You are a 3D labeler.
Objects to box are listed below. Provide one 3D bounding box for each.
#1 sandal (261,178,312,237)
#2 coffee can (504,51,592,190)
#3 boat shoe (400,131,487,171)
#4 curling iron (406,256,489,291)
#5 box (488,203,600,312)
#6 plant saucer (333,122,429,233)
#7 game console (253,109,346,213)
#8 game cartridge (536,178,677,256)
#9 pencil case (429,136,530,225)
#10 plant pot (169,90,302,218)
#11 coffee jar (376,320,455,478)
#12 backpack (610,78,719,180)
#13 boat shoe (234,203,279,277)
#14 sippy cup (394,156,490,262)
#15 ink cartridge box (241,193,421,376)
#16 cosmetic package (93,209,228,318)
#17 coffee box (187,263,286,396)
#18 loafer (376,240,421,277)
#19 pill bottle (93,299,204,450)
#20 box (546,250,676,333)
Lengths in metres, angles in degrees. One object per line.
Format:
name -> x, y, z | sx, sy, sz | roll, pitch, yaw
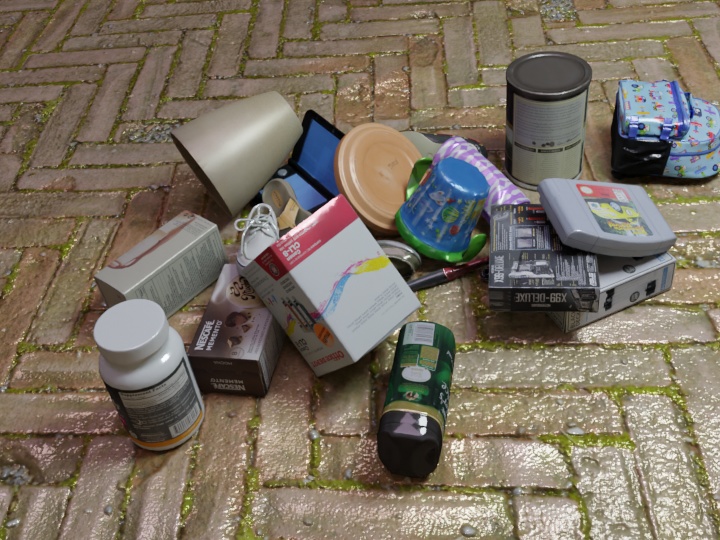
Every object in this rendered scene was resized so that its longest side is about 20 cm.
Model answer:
sandal -> -0.130, -0.097, 1.435 | 0.080, 0.054, 0.200 | -41, 51, 9
coffee can -> 0.331, -0.265, 1.474 | 0.145, 0.201, 0.147 | -4, 42, 4
boat shoe -> 0.143, -0.222, 1.563 | 0.200, 0.074, 0.063 | 12, 15, 31
curling iron -> 0.145, 0.010, 1.332 | 0.198, 0.026, 0.050 | -11, 39, -3
box -> 0.272, -0.023, 1.243 | 0.156, 0.050, 0.201 | -1, 42, 10
plant saucer -> 0.045, -0.164, 1.434 | 0.032, 0.201, 0.201 | -27, 18, 51
game console -> -0.107, -0.180, 1.510 | 0.172, 0.119, 0.200 | -28, 45, -21
game cartridge -> 0.374, -0.078, 1.240 | 0.198, 0.041, 0.134 | 2, 50, -23
pencil case -> 0.203, -0.148, 1.430 | 0.085, 0.084, 0.200 | -31, 59, -22
plant pot -> -0.209, -0.230, 1.495 | 0.200, 0.188, 0.187 | -38, 48, -9
coffee jar -> 0.077, 0.172, 1.111 | 0.085, 0.105, 0.201 | 6, 45, 10
backpack -> 0.555, -0.251, 1.476 | 0.198, 0.135, 0.183 | 6, 45, 11
boat shoe -> -0.159, -0.061, 1.314 | 0.074, 0.087, 0.202 | -3, 24, 1
sippy cup -> 0.143, -0.108, 1.351 | 0.177, 0.131, 0.140 | 35, 38, 8
ink cartridge box -> -0.043, 0.026, 1.191 | 0.144, 0.145, 0.201 | -39, 94, -29
cosmetic package -> -0.323, 0.003, 1.359 | 0.087, 0.104, 0.200 | 24, 49, 33
coffee box -> -0.177, 0.087, 1.260 | 0.112, 0.080, 0.201 | 3, 43, 11
loafer -> 0.000, 0.000, 1.344 | 0.198, 0.075, 0.070 | -3, 54, 13
pill bottle -> -0.288, 0.143, 1.127 | 0.115, 0.201, 0.117 | -4, 41, 4
box -> 0.369, 0.007, 1.276 | 0.199, 0.060, 0.117 | -20, 43, -12
